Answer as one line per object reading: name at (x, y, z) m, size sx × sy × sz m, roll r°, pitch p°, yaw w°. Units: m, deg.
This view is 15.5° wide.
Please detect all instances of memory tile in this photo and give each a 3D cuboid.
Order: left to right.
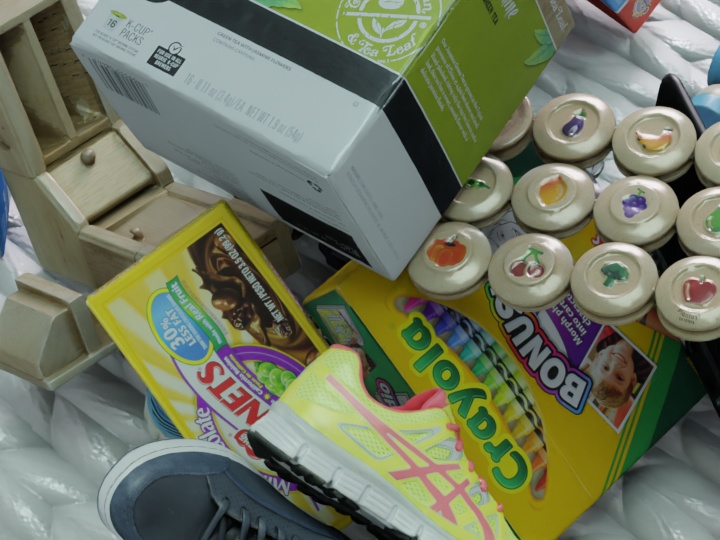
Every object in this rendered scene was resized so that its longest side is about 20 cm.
memory tile at (0.134, -0.037, 1.518) m, size 0.199 × 0.017 × 0.154 m, roll 8°, pitch 57°, yaw 19°

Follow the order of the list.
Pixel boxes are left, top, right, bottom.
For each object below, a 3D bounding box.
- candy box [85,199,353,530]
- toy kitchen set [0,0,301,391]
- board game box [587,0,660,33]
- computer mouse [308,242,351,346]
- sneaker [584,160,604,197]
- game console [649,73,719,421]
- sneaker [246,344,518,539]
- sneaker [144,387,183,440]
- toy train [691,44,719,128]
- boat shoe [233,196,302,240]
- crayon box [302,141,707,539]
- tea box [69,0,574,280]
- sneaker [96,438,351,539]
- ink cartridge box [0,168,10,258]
candy box at (-0.063, 0.069, 1.558) m, size 0.102 × 0.026 × 0.200 m, roll -35°, pitch 97°, yaw 5°
toy kitchen set at (-0.178, -0.050, 1.618) m, size 0.163 × 0.181 × 0.200 m, roll -34°, pitch 30°, yaw -26°
board game box at (0.109, -0.252, 1.838) m, size 0.200 × 0.153 × 0.040 m, roll 38°, pitch 93°, yaw 22°
computer mouse at (0.000, 0.000, 1.658) m, size 0.058 × 0.034 × 0.200 m, roll 24°, pitch 26°, yaw -3°
sneaker at (0.099, -0.005, 1.685) m, size 0.113 × 0.076 × 0.201 m, roll 18°, pitch 67°, yaw -8°
game console at (0.245, 0.004, 1.603) m, size 0.175 × 0.116 × 0.201 m, roll 16°, pitch 39°, yaw -37°
sneaker at (0.038, 0.114, 1.495) m, size 0.200 × 0.078 × 0.091 m, roll 36°, pitch 74°, yaw -17°
sneaker at (-0.036, 0.082, 1.603) m, size 0.199 × 0.090 × 0.079 m, roll 8°, pitch 50°, yaw 6°
toy train at (0.323, -0.105, 1.772) m, size 0.199 × 0.085 × 0.116 m, roll 27°, pitch 65°, yaw 21°
boat shoe at (-0.057, -0.102, 1.773) m, size 0.074 × 0.075 × 0.203 m, roll -9°, pitch 50°, yaw -15°
crayon box at (0.090, 0.045, 1.586) m, size 0.172 × 0.058 × 0.200 m, roll -40°, pitch 97°, yaw -30°
tea box at (-0.019, -0.138, 1.524) m, size 0.199 × 0.134 × 0.197 m, roll 27°, pitch 74°, yaw 28°
sneaker at (-0.038, 0.165, 1.448) m, size 0.146 × 0.202 × 0.077 m, roll 32°, pitch 93°, yaw 54°
ink cartridge box at (-0.290, -0.104, 1.777) m, size 0.115 × 0.067 × 0.201 m, roll 0°, pitch 50°, yaw 0°
